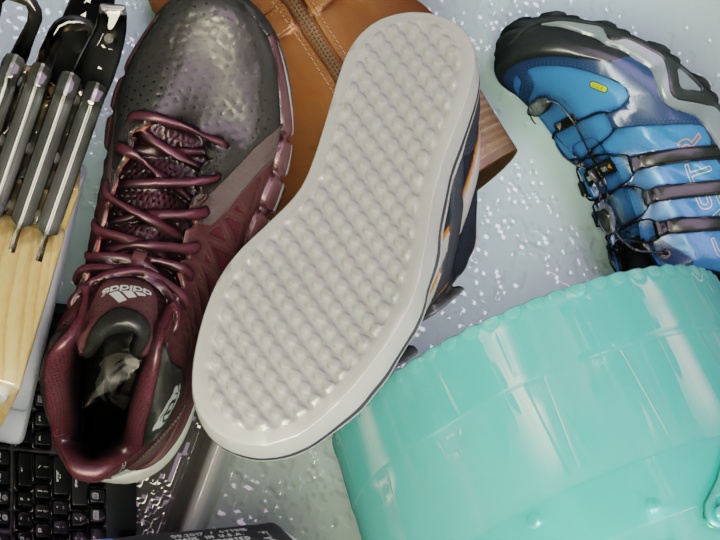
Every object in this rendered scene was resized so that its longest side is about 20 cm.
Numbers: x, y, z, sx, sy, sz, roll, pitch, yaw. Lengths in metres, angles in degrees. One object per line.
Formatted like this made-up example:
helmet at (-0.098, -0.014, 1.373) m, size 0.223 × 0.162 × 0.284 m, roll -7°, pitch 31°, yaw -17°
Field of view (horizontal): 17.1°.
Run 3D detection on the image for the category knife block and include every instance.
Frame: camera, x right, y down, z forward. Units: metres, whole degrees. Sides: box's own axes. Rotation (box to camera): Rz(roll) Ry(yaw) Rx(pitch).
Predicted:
knife block at (-0.140, -0.023, 0.871) m, size 0.063 × 0.200 × 0.177 m, roll 19°, pitch 59°, yaw -10°

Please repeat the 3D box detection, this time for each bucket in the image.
bucket at (0.093, 0.097, 0.969) m, size 0.206 × 0.207 × 0.136 m, roll -12°, pitch 70°, yaw -27°

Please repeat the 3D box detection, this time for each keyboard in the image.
keyboard at (-0.134, 0.105, 0.953) m, size 0.103 × 0.040 × 0.202 m, roll 5°, pitch 70°, yaw -23°

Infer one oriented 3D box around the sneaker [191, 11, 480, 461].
sneaker at (0.000, 0.000, 0.930) m, size 0.078 × 0.080 × 0.201 m, roll 17°, pitch 60°, yaw 18°

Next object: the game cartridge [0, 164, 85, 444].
game cartridge at (-0.210, -0.017, 0.907) m, size 0.198 × 0.041 × 0.134 m, roll 13°, pitch 109°, yaw -10°

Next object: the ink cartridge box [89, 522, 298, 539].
ink cartridge box at (-0.119, 0.201, 0.903) m, size 0.196 × 0.043 × 0.202 m, roll -2°, pitch 104°, yaw -24°

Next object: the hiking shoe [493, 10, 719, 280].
hiking shoe at (0.136, -0.037, 1.104) m, size 0.200 × 0.074 × 0.087 m, roll 39°, pitch 61°, yaw -8°

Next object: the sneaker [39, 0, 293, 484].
sneaker at (-0.074, -0.010, 0.909) m, size 0.075 × 0.116 × 0.202 m, roll 12°, pitch 94°, yaw 1°

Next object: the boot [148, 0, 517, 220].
boot at (-0.048, -0.062, 1.040) m, size 0.199 × 0.074 × 0.155 m, roll -34°, pitch 80°, yaw -27°
